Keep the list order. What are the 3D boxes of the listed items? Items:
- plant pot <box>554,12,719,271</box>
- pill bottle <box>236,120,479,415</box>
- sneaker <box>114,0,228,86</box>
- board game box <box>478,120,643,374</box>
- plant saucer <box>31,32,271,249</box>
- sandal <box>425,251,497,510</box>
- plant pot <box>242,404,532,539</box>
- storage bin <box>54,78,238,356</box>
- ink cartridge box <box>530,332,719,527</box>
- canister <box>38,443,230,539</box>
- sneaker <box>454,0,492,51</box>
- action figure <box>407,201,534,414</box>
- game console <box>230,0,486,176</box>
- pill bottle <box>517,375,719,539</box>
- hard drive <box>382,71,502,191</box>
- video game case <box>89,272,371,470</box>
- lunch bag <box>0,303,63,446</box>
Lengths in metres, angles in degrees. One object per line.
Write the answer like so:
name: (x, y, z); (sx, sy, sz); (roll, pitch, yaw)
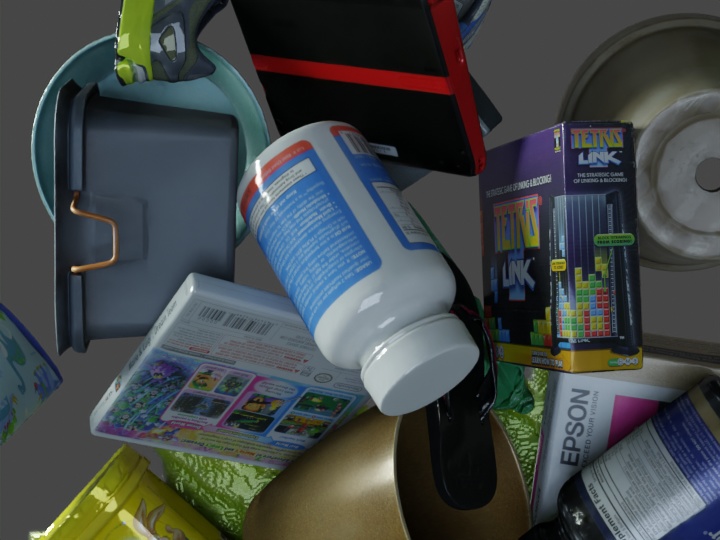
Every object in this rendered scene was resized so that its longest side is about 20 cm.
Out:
plant pot: (0.246, -0.083, 0.973); (0.197, 0.174, 0.203); (1, 103, 4)
pill bottle: (0.000, 0.000, 0.959); (0.112, 0.112, 0.201); (-37, 64, 13)
sneaker: (-0.137, -0.237, 1.019); (0.080, 0.074, 0.203); (8, 89, -7)
board game box: (0.140, -0.014, 0.966); (0.056, 0.200, 0.168); (-3, 89, -11)
plant saucer: (-0.167, -0.095, 1.081); (0.197, 0.036, 0.203); (1, 103, 5)
sandal: (0.077, 0.077, 1.002); (0.074, 0.045, 0.202); (2, 71, -35)
plant pot: (0.006, 0.199, 1.067); (0.199, 0.186, 0.188); (-20, 101, 34)
storage bin: (-0.161, -0.039, 1.013); (0.133, 0.146, 0.203); (1, 104, -5)
ink cartridge box: (0.227, 0.155, 1.080); (0.163, 0.075, 0.203); (7, 104, 3)
canister: (-0.176, 0.270, 1.142); (0.200, 0.087, 0.149); (42, 104, -6)
sneaker: (0.091, -0.251, 0.994); (0.076, 0.085, 0.202); (19, 104, 1)
action figure: (0.069, 0.052, 1.083); (0.200, 0.055, 0.118); (43, 102, -12)
game console: (-0.005, -0.157, 0.978); (0.198, 0.031, 0.178); (14, 138, 37)
pill bottle: (0.219, 0.179, 0.991); (0.200, 0.112, 0.112); (-40, 97, 13)
hard drive: (0.004, -0.162, 1.012); (0.201, 0.033, 0.139); (51, 143, -7)
video game case: (-0.086, 0.087, 1.041); (0.198, 0.024, 0.182); (15, 131, -31)
lunch bag: (-0.363, 0.067, 1.070); (0.127, 0.170, 0.201); (-34, 99, 11)
